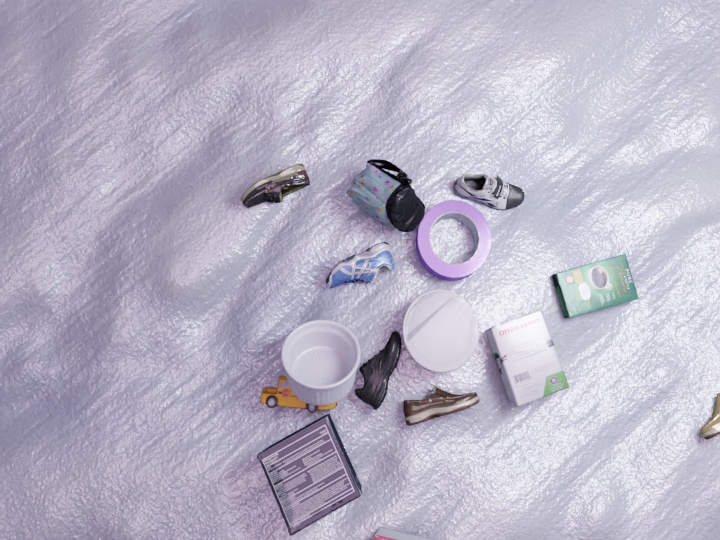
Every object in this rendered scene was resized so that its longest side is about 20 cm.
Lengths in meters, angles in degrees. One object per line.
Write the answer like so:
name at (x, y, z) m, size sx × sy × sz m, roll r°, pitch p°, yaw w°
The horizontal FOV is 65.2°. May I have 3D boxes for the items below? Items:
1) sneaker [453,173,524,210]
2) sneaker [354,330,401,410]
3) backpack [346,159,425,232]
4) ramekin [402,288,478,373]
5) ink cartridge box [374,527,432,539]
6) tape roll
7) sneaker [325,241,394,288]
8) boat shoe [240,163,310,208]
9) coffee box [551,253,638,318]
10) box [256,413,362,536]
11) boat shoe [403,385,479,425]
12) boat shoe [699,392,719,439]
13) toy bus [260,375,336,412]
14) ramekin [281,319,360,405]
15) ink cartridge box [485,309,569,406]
sneaker at (0.349, -0.214, 1.502) m, size 0.192 × 0.089 × 0.077 m, roll 9°, pitch 80°, yaw 1°
sneaker at (0.046, 0.247, 1.448) m, size 0.088 × 0.076 × 0.205 m, roll 21°, pitch 80°, yaw 11°
backpack at (0.060, -0.196, 1.462) m, size 0.127 × 0.168 × 0.199 m, roll -45°, pitch 54°, yaw -10°
ramekin at (0.200, 0.156, 1.445) m, size 0.194 × 0.094 × 0.211 m, roll 0°, pitch 82°, yaw 1°
ink cartridge box at (0.091, 0.750, 1.356) m, size 0.140 × 0.083 × 0.208 m, roll 8°, pitch 82°, yaw 10°
tape roll at (0.245, -0.079, 1.494) m, size 0.192 × 0.066 × 0.208 m, roll 0°, pitch 82°, yaw 2°
sneaker at (0.000, 0.000, 1.481) m, size 0.195 × 0.076 × 0.079 m, roll -27°, pitch 77°, yaw -2°
boat shoe at (-0.227, -0.217, 1.521) m, size 0.197 × 0.072 × 0.067 m, roll -30°, pitch 77°, yaw -8°
coffee box at (0.615, 0.043, 1.478) m, size 0.193 × 0.044 × 0.127 m, roll -16°, pitch 82°, yaw -1°
box at (-0.122, 0.493, 1.386) m, size 0.195 × 0.123 × 0.203 m, roll -26°, pitch 83°, yaw -5°
boat shoe at (0.202, 0.331, 1.430) m, size 0.196 × 0.075 × 0.077 m, roll -16°, pitch 75°, yaw -1°
boat shoe at (0.926, 0.346, 1.422) m, size 0.196 × 0.072 × 0.077 m, roll -30°, pitch 67°, yaw -11°
toy bus at (-0.155, 0.317, 1.442) m, size 0.192 × 0.065 × 0.081 m, roll 6°, pitch 81°, yaw 2°
ramekin at (-0.098, 0.233, 1.398) m, size 0.193 × 0.100 × 0.204 m, roll 2°, pitch 44°, yaw -2°
ink cartridge box at (0.421, 0.221, 1.434) m, size 0.141 × 0.084 × 0.207 m, roll -17°, pitch 81°, yaw -2°
